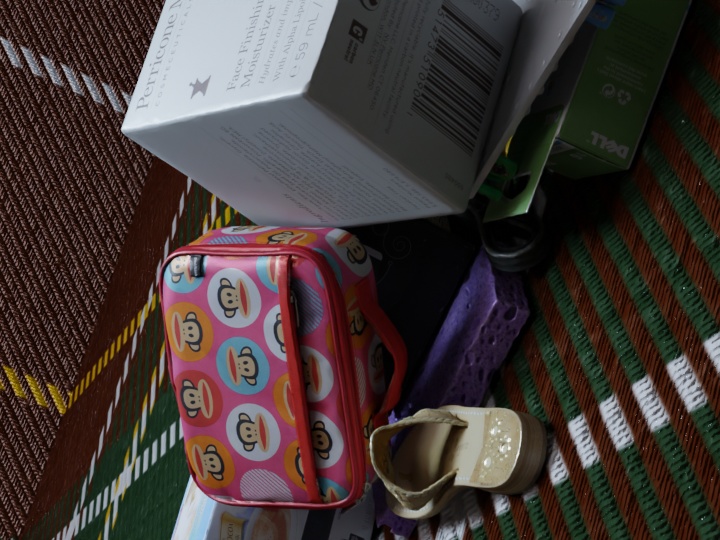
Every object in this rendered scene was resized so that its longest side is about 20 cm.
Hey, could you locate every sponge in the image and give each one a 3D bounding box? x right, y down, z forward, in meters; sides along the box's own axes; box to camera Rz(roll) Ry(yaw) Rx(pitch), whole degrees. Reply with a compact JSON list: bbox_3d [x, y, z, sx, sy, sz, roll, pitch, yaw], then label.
[{"bbox_3d":[0.062,0.084,1.480,0.112,0.030,0.201,-96,30,-66],"label":"sponge"}]

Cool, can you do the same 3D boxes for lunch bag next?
[{"bbox_3d":[-0.047,0.069,1.443,0.082,0.174,0.202,-32,-62,-57],"label":"lunch bag"}]

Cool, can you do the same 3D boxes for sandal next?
[{"bbox_3d":[0.042,0.119,1.351,0.211,0.069,0.078,-20,57,62],"label":"sandal"}]

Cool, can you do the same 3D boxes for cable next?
[{"bbox_3d":[0.090,-0.057,1.497,0.200,0.096,0.051,-87,-21,-65],"label":"cable"}]

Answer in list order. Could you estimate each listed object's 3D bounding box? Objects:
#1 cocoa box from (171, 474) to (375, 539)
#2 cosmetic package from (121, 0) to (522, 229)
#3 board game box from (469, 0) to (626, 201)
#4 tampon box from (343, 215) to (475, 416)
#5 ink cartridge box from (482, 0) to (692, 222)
[{"bbox_3d":[-0.067,0.190,1.592,0.133,0.130,0.202,133,156,-59],"label":"cocoa box"},{"bbox_3d":[-0.027,-0.138,1.397,0.199,0.165,0.166,-7,58,45],"label":"cosmetic package"},{"bbox_3d":[0.129,-0.175,1.389,0.201,0.026,0.201,-83,18,-49],"label":"board game box"},{"bbox_3d":[0.000,0.000,1.592,0.151,0.125,0.200,-64,5,10],"label":"tampon box"},{"bbox_3d":[0.156,-0.118,1.377,0.104,0.059,0.202,174,118,-75],"label":"ink cartridge box"}]
